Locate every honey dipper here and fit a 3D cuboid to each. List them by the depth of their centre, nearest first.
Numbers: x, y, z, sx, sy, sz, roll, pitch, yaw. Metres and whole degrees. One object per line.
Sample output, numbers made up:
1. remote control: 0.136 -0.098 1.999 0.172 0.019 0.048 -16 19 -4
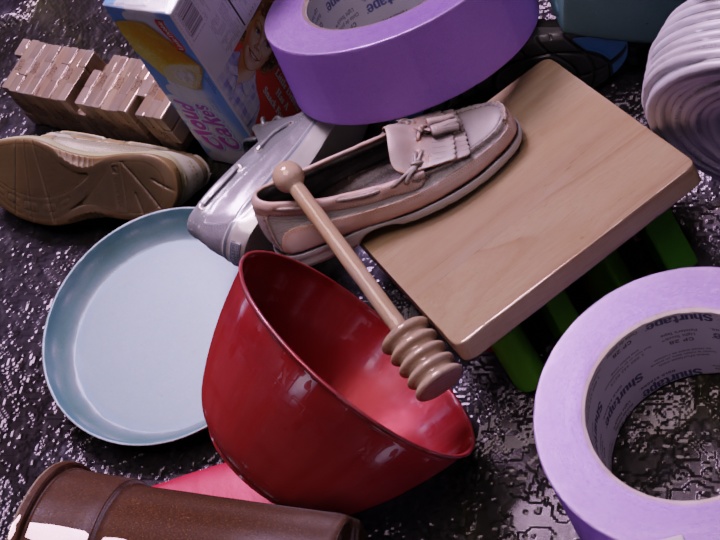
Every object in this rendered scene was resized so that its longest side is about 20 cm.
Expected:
1. honey dipper: 0.000 0.000 1.158 0.038 0.038 0.200 -34 68 -2

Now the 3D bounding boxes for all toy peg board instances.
1. toy peg board: 0.122 -0.024 1.215 0.200 0.098 0.199 -37 37 -4

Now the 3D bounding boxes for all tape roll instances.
1. tape roll: 0.215 0.103 1.084 0.199 0.085 0.201 -10 56 15
2. tape roll: 0.031 -0.193 1.283 0.200 0.066 0.200 -19 32 12

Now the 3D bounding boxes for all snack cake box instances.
1. snack cake box: -0.106 -0.184 1.329 0.067 0.200 0.115 12 63 30

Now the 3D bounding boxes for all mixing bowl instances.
1. mixing bowl: -0.032 0.092 1.143 0.108 0.200 0.200 -51 51 14

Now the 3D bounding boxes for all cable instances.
1. cable: 0.286 -0.113 1.127 0.199 0.200 0.069 17 69 5

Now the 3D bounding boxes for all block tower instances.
1. block tower: -0.214 -0.147 1.431 0.200 0.054 0.058 15 68 36

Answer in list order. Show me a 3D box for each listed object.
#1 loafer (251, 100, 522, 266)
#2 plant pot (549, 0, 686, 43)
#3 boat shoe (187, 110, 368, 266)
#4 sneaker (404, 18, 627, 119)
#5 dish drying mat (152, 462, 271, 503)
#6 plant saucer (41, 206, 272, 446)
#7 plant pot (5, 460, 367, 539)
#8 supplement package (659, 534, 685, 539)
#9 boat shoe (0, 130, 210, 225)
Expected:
1. loafer: 0.017 -0.070 1.212 0.200 0.063 0.072 -28 36 9
2. plant pot: 0.231 -0.253 1.247 0.199 0.141 0.142 -13 53 -4
3. boat shoe: -0.061 -0.087 1.305 0.071 0.070 0.201 26 55 19
4. sneaker: 0.107 -0.176 1.320 0.199 0.073 0.082 -5 52 16
5. dish drying mat: -0.138 0.186 1.215 0.199 0.018 0.077 -20 54 10
6. plant saucer: -0.147 0.045 1.298 0.199 0.027 0.201 -8 60 15
7. plant pot: -0.101 0.226 1.075 0.198 0.200 0.201 2 59 13
8. supplement package: 0.116 0.253 1.002 0.199 0.120 0.122 -16 55 12
9. boat shoe: -0.221 -0.079 1.401 0.200 0.073 0.063 1 15 27
